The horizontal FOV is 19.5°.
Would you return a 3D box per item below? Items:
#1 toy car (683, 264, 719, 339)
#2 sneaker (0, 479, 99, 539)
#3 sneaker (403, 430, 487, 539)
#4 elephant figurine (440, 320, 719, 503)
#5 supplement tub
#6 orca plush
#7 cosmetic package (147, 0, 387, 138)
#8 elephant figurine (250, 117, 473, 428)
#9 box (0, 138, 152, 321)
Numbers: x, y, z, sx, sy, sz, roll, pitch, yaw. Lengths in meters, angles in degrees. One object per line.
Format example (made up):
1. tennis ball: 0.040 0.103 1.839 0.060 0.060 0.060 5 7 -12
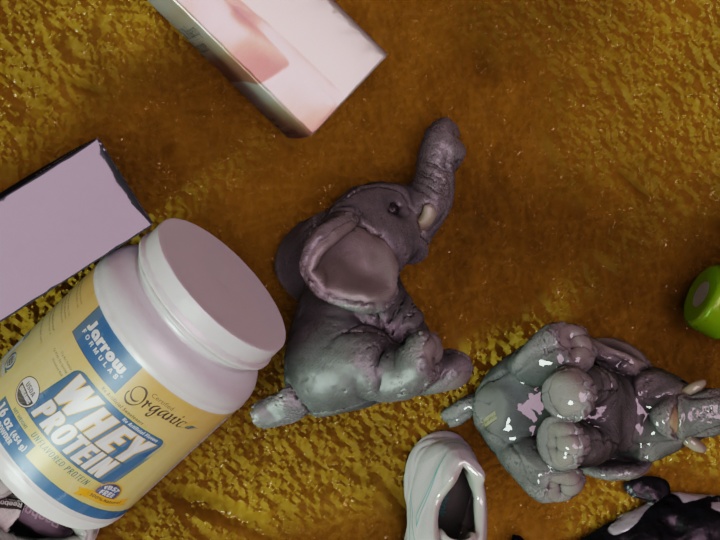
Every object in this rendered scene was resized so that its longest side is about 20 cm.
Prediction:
1. toy car: 0.371 -0.021 1.646 0.164 0.158 0.200 27 60 -15
2. sneaker: -0.285 0.162 1.538 0.200 0.081 0.075 18 92 -10
3. sneaker: 0.061 0.228 1.610 0.070 0.080 0.200 1 95 -13
4. elephant figurine: 0.199 0.111 1.610 0.200 0.155 0.142 0 131 -36
5. supplement tub: -0.165 0.073 1.492 0.145 0.145 0.200 43 109 -11
6. orca plush: 0.217 0.217 1.642 0.200 0.071 0.105 3 93 -11
7. cosmetic package: -0.087 -0.196 1.539 0.200 0.103 0.087 44 84 -9
8. elephant figurine: 0.000 0.000 1.561 0.155 0.141 0.200 -9 87 -52
9. box: -0.256 -0.011 1.500 0.200 0.141 0.079 -33 100 -8
